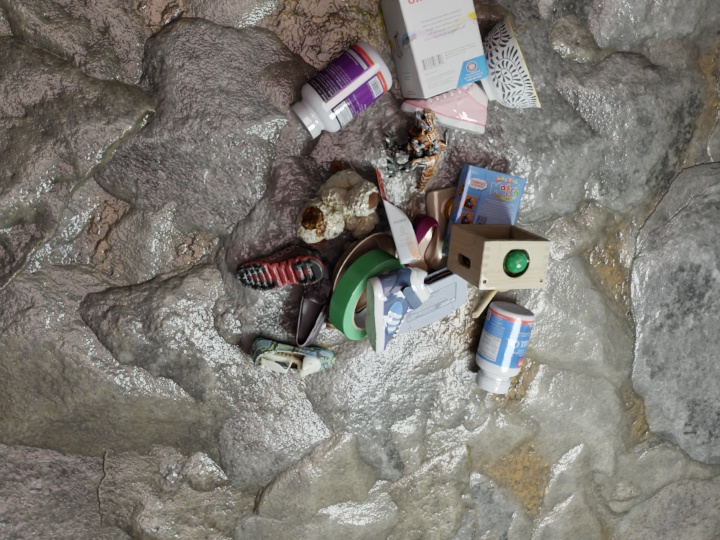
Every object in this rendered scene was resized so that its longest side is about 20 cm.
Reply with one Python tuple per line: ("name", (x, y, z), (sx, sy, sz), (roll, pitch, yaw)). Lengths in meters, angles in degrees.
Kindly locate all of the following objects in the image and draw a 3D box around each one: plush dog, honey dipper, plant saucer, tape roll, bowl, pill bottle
("plush dog", (-0.064, -0.127, 1.337), (0.171, 0.200, 0.161), (-39, 77, -11))
("honey dipper", (-0.041, 0.035, 1.442), (0.037, 0.038, 0.203), (10, 99, -16))
("plant saucer", (0.000, 0.000, 1.397), (0.200, 0.036, 0.202), (-35, 143, -32))
("tape roll", (0.018, 0.053, 1.392), (0.200, 0.048, 0.202), (-35, 143, -32))
("bowl", (0.297, -0.417, 1.340), (0.093, 0.201, 0.202), (-20, 111, 19))
("pill bottle", (0.339, 0.185, 1.535), (0.111, 0.112, 0.203), (8, 103, -16))
("pill bottle", (-0.041, -0.359, 1.292), (0.199, 0.112, 0.113), (-38, 110, -1))

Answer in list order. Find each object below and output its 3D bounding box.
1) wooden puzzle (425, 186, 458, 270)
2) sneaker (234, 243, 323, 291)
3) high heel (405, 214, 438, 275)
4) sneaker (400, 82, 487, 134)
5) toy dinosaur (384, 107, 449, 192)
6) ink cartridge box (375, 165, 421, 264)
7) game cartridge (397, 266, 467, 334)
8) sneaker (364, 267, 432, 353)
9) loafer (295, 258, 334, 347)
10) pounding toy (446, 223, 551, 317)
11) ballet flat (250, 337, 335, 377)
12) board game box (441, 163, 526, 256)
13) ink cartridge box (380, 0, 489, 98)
("wooden puzzle", (0.254, -0.101, 1.471), (0.197, 0.046, 0.188), (-9, 107, -11))
("sneaker", (-0.169, -0.009, 1.380), (0.198, 0.098, 0.072), (-7, 121, 12))
("high heel", (0.138, -0.023, 1.436), (0.066, 0.096, 0.203), (-3, 106, -13))
("sneaker", (0.184, -0.362, 1.369), (0.198, 0.075, 0.106), (9, 100, -19))
("toy dinosaur", (0.121, -0.245, 1.354), (0.134, 0.102, 0.202), (-4, 117, 4))
("ink cartridge box", (0.082, -0.116, 1.336), (0.049, 0.162, 0.203), (-13, 90, 6))
("game cartridge", (0.153, 0.069, 1.464), (0.198, 0.041, 0.134), (-22, 133, -16))
("sneaker", (0.088, 0.083, 1.352), (0.145, 0.081, 0.202), (-12, 128, -15))
("loafer", (-0.101, 0.076, 1.414), (0.071, 0.063, 0.203), (17, 103, 5))
("pounding toy", (0.280, -0.006, 1.336), (0.182, 0.200, 0.144), (-1, 107, -18))
("ballet flat", (-0.151, 0.206, 1.440), (0.197, 0.074, 0.075), (11, 102, -13))
("board game box", (0.275, -0.122, 1.431), (0.149, 0.037, 0.203), (9, 102, -20))
("ink cartridge box", (0.145, -0.467, 1.291), (0.146, 0.145, 0.202), (-19, 109, -8))
